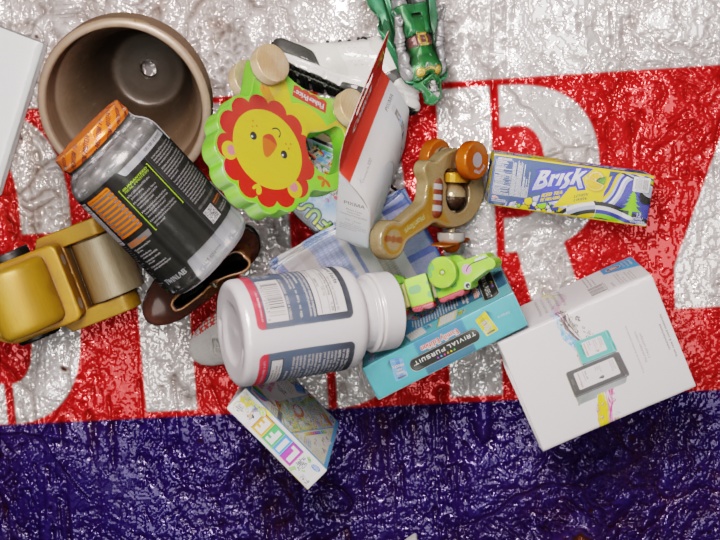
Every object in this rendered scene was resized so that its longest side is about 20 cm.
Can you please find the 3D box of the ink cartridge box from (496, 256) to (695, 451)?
[{"bbox_3d":[0.277,0.098,1.524,0.198,0.147,0.148,-24,97,7],"label":"ink cartridge box"}]

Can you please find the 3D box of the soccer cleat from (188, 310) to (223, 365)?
[{"bbox_3d":[-0.141,0.082,1.548,0.198,0.086,0.069,-21,118,27],"label":"soccer cleat"}]

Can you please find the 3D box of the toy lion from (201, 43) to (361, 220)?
[{"bbox_3d":[-0.089,-0.144,1.439,0.198,0.068,0.195,23,62,-35],"label":"toy lion"}]

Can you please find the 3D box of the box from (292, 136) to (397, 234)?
[{"bbox_3d":[-0.061,-0.125,1.565,0.200,0.035,0.110,42,98,-3],"label":"box"}]

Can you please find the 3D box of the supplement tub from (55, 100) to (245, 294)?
[{"bbox_3d":[-0.232,-0.082,1.378,0.122,0.123,0.200,-40,107,7],"label":"supplement tub"}]

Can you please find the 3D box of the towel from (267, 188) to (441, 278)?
[{"bbox_3d":[0.000,0.000,1.561,0.198,0.024,0.148,-29,118,6],"label":"towel"}]

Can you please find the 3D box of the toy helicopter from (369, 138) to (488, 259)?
[{"bbox_3d":[0.083,-0.065,1.508,0.078,0.199,0.134,9,126,44],"label":"toy helicopter"}]

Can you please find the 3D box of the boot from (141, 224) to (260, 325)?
[{"bbox_3d":[-0.200,0.025,1.508,0.186,0.200,0.069,-29,101,6],"label":"boot"}]

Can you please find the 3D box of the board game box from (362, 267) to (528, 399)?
[{"bbox_3d":[0.098,0.071,1.525,0.198,0.151,0.047,-27,103,7],"label":"board game box"}]

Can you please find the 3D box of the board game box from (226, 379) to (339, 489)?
[{"bbox_3d":[-0.090,0.178,1.526,0.034,0.200,0.134,-44,94,8],"label":"board game box"}]

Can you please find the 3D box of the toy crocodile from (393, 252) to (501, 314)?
[{"bbox_3d":[0.078,0.024,1.518,0.197,0.067,0.063,-20,86,15],"label":"toy crocodile"}]

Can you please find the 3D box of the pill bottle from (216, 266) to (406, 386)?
[{"bbox_3d":[-0.055,0.059,1.424,0.197,0.119,0.122,-7,99,-23],"label":"pill bottle"}]

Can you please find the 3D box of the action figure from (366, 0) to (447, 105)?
[{"bbox_3d":[0.063,-0.295,1.494,0.117,0.055,0.203,-15,89,-24],"label":"action figure"}]

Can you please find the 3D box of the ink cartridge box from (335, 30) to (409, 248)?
[{"bbox_3d":[0.019,-0.147,1.438,0.047,0.201,0.162,17,59,6],"label":"ink cartridge box"}]

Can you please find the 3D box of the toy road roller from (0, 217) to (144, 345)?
[{"bbox_3d":[-0.379,0.021,1.545,0.197,0.146,0.125,-20,97,6],"label":"toy road roller"}]

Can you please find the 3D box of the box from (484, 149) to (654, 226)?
[{"bbox_3d":[0.254,-0.102,1.535,0.196,0.070,0.065,9,100,2],"label":"box"}]

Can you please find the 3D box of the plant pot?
[{"bbox_3d":[-0.262,-0.219,1.480,0.197,0.175,0.203,1,114,2],"label":"plant pot"}]

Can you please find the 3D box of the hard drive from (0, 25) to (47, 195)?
[{"bbox_3d":[-0.487,-0.212,1.578,0.130,0.026,0.203,20,99,0],"label":"hard drive"}]

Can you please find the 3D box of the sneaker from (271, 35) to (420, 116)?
[{"bbox_3d":[-0.014,-0.254,1.535,0.197,0.074,0.081,16,84,-4],"label":"sneaker"}]

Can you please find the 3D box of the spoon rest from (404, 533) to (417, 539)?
[{"bbox_3d":[0.113,0.439,1.624,0.099,0.061,0.201,-37,94,7],"label":"spoon rest"}]
